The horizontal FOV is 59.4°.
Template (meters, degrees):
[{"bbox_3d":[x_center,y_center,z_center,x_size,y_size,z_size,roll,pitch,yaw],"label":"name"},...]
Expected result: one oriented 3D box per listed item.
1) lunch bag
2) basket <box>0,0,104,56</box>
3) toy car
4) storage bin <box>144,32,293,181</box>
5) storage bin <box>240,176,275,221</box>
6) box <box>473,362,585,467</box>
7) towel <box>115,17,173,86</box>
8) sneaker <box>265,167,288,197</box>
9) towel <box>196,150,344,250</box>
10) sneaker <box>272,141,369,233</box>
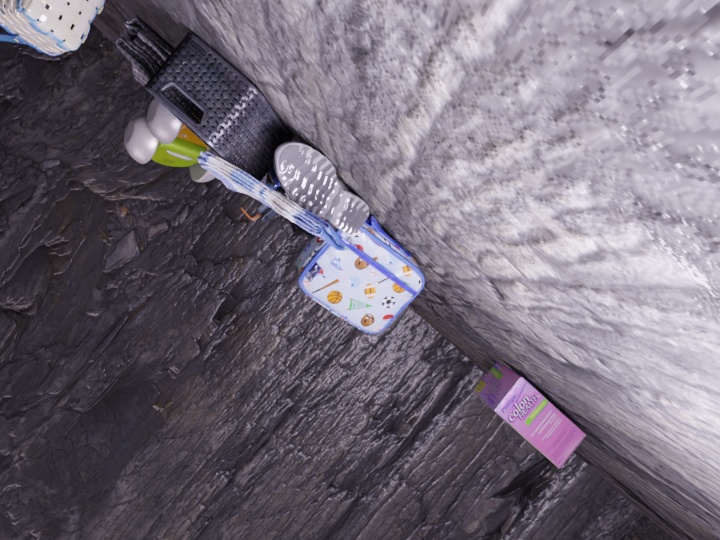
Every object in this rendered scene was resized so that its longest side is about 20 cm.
[{"bbox_3d":[0.000,0.000,1.030,0.199,0.160,0.076,35,-159,-27],"label":"lunch bag"},{"bbox_3d":[-0.469,-0.407,0.927,0.198,0.179,0.139,27,175,31],"label":"basket"},{"bbox_3d":[-0.290,-0.252,1.069,0.173,0.153,0.198,13,156,-42],"label":"toy car"},{"bbox_3d":[-0.186,-0.212,0.868,0.135,0.094,0.200,41,178,11],"label":"storage bin"},{"bbox_3d":[-0.187,-0.181,1.216,0.135,0.145,0.200,50,178,-5],"label":"storage bin"},{"bbox_3d":[0.382,0.325,1.451,0.199,0.097,0.176,40,179,-5],"label":"box"},{"bbox_3d":[-0.366,-0.366,1.208,0.199,0.086,0.166,41,178,0],"label":"towel"},{"bbox_3d":[-0.078,-0.107,1.034,0.199,0.079,0.075,41,157,-16],"label":"sneaker"},{"bbox_3d":[-0.115,-0.088,0.844,0.198,0.024,0.147,32,178,10],"label":"towel"},{"bbox_3d":[-0.067,-0.116,0.885,0.082,0.075,0.200,37,177,36],"label":"sneaker"}]
